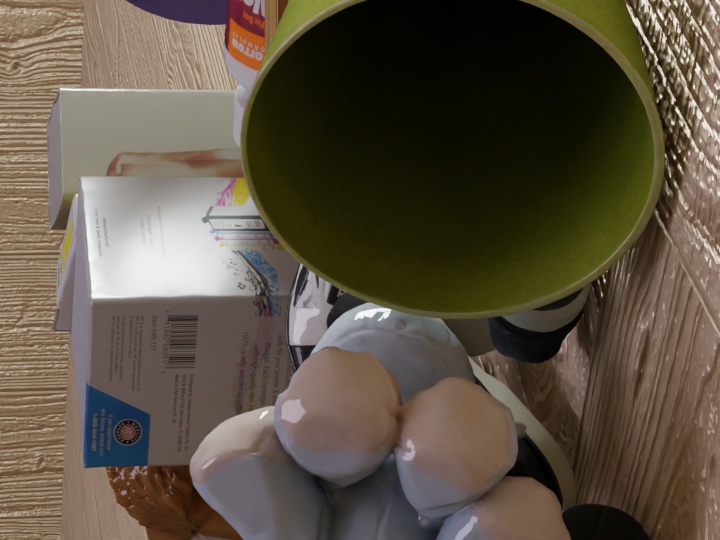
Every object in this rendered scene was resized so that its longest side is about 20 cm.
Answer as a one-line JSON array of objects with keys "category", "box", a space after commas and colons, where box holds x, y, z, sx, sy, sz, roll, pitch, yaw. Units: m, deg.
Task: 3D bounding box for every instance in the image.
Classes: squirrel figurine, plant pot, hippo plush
[{"category": "squirrel figurine", "box": [-0.104, 0.114, 1.848, 0.141, 0.200, 0.188, -24, 46, 41]}, {"category": "plant pot", "box": [0.048, -0.113, 1.184, 0.201, 0.186, 0.188, -83, 2, -49]}, {"category": "hippo plush", "box": [0.033, 0.097, 1.167, 0.201, 0.159, 0.161, 67, -153, -19]}]

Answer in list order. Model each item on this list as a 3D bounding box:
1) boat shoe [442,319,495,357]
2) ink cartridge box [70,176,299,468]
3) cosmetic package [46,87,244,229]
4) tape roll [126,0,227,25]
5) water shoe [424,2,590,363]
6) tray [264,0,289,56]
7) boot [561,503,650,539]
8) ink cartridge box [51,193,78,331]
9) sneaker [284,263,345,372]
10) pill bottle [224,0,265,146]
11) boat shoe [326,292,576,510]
[{"category": "boat shoe", "box": [0.054, -0.056, 1.372, 0.068, 0.072, 0.201, -12, -91, -73]}, {"category": "ink cartridge box", "box": [-0.093, 0.033, 1.737, 0.145, 0.199, 0.148, -103, 17, -52]}, {"category": "cosmetic package", "box": [-0.132, -0.082, 1.911, 0.103, 0.199, 0.088, 131, 138, -73]}, {"category": "tape roll", "box": [-0.096, -0.269, 1.724, 0.201, 0.199, 0.085, 102, 162, -46]}, {"category": "water shoe", "box": [0.068, -0.048, 1.281, 0.079, 0.071, 0.201, 100, 166, -58]}, {"category": "tray", "box": [-0.007, -0.167, 1.541, 0.037, 0.098, 0.201, 163, 107, -74]}, {"category": "boot", "box": [0.091, 0.226, 1.180, 0.154, 0.073, 0.205, 123, 152, -65]}, {"category": "ink cartridge box", "box": [-0.125, -0.001, 1.893, 0.200, 0.196, 0.047, 126, 144, -69]}, {"category": "sneaker", "box": [0.000, 0.000, 1.592, 0.088, 0.074, 0.201, -173, 86, -74]}, {"category": "pill bottle", "box": [-0.033, -0.175, 1.652, 0.110, 0.109, 0.201, -112, 24, -59]}, {"category": "boat shoe", "box": [0.032, 0.070, 1.322, 0.201, 0.063, 0.074, 46, 158, 45]}]
